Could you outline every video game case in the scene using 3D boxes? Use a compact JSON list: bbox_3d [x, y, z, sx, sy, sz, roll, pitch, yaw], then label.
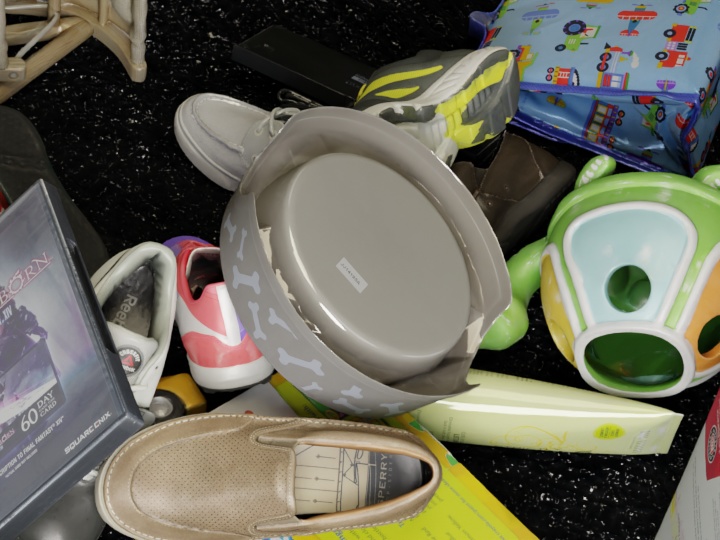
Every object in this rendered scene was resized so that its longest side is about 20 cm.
[{"bbox_3d":[-0.206,0.059,1.371,0.143,0.019,0.201,-41,47,16],"label":"video game case"}]

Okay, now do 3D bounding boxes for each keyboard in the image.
[{"bbox_3d":[-0.002,-0.118,1.693,0.199,0.021,0.127,25,26,13],"label":"keyboard"}]

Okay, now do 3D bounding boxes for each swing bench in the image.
[{"bbox_3d":[-0.251,-0.211,1.630,0.199,0.200,0.130,-25,56,-28],"label":"swing bench"}]

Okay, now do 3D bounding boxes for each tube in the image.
[{"bbox_3d":[0.104,0.092,1.512,0.198,0.052,0.058,8,19,1],"label":"tube"}]

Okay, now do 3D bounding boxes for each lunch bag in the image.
[{"bbox_3d":[0.172,-0.163,1.744,0.199,0.094,0.151,14,50,16],"label":"lunch bag"}]

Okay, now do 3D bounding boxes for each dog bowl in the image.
[{"bbox_3d":[0.000,0.000,1.444,0.199,0.059,0.201,24,47,-28],"label":"dog bowl"}]

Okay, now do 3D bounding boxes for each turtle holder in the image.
[{"bbox_3d":[0.170,0.008,1.546,0.184,0.141,0.132,16,49,3],"label":"turtle holder"}]

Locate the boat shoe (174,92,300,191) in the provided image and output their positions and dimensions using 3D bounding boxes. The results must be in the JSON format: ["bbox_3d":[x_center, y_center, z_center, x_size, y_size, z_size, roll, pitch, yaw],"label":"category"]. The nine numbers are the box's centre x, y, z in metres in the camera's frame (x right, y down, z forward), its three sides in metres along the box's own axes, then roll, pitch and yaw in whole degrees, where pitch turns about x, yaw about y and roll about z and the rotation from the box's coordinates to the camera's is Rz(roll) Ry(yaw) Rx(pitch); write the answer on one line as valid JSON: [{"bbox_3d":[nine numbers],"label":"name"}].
[{"bbox_3d":[-0.044,-0.076,1.633,0.200,0.069,0.072,37,53,22],"label":"boat shoe"}]

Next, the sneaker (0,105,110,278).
[{"bbox_3d":[-0.212,0.002,1.513,0.067,0.108,0.202,-12,58,-26],"label":"sneaker"}]

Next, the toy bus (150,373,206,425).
[{"bbox_3d":[-0.195,0.112,1.444,0.199,0.065,0.078,-23,54,-26],"label":"toy bus"}]

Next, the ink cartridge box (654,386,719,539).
[{"bbox_3d":[0.256,0.182,1.367,0.143,0.201,0.146,8,48,-6],"label":"ink cartridge box"}]

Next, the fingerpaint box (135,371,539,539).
[{"bbox_3d":[-0.018,0.161,1.423,0.166,0.074,0.200,-30,59,-32],"label":"fingerpaint box"}]

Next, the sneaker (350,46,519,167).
[{"bbox_3d":[0.023,-0.094,1.592,0.084,0.075,0.200,11,31,42],"label":"sneaker"}]

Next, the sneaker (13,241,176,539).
[{"bbox_3d":[-0.155,0.070,1.376,0.074,0.089,0.201,20,65,-12],"label":"sneaker"}]

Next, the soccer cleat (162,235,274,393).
[{"bbox_3d":[-0.097,0.008,1.508,0.068,0.074,0.200,-11,24,-10],"label":"soccer cleat"}]

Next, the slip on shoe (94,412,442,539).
[{"bbox_3d":[-0.050,0.120,1.348,0.198,0.061,0.077,3,85,-13],"label":"slip on shoe"}]

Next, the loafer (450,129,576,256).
[{"bbox_3d":[0.068,-0.031,1.607,0.071,0.073,0.200,42,44,9],"label":"loafer"}]
